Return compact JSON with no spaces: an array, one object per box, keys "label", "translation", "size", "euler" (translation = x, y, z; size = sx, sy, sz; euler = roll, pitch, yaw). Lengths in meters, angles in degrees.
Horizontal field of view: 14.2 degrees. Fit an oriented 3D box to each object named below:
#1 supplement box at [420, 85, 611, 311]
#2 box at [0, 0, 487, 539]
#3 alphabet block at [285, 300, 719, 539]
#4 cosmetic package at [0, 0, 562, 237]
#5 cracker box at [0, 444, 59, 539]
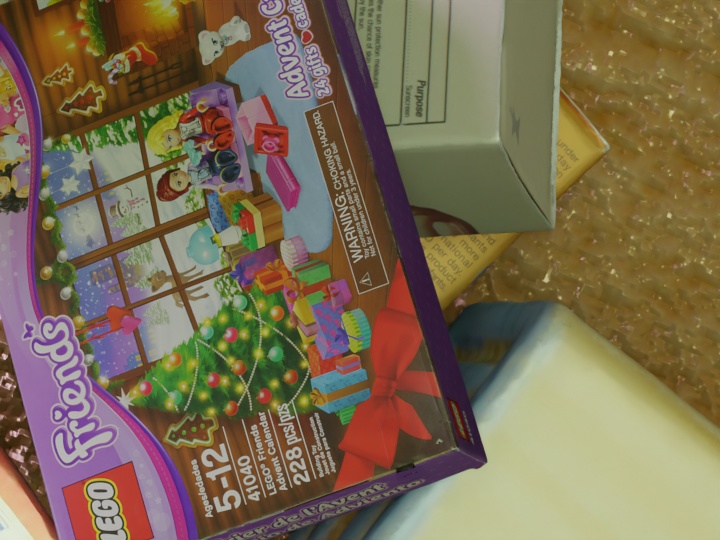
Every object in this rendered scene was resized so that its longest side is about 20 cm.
[{"label":"supplement box","translation":[0.000,0.000,1.089],"size":[0.069,0.067,0.200],"euler":[45,86,-5]},{"label":"box","translation":[-0.053,-0.009,0.950],"size":[0.137,0.039,0.200],"euler":[-21,73,13]},{"label":"alphabet block","translation":[0.074,0.143,1.032],"size":[0.200,0.196,0.195],"euler":[39,87,-5]},{"label":"cosmetic package","translation":[-0.034,-0.068,1.030],"size":[0.200,0.087,0.104],"euler":[-2,69,18]},{"label":"cracker box","translation":[-0.215,0.095,0.953],"size":[0.200,0.058,0.134],"euler":[-34,90,-10]}]
